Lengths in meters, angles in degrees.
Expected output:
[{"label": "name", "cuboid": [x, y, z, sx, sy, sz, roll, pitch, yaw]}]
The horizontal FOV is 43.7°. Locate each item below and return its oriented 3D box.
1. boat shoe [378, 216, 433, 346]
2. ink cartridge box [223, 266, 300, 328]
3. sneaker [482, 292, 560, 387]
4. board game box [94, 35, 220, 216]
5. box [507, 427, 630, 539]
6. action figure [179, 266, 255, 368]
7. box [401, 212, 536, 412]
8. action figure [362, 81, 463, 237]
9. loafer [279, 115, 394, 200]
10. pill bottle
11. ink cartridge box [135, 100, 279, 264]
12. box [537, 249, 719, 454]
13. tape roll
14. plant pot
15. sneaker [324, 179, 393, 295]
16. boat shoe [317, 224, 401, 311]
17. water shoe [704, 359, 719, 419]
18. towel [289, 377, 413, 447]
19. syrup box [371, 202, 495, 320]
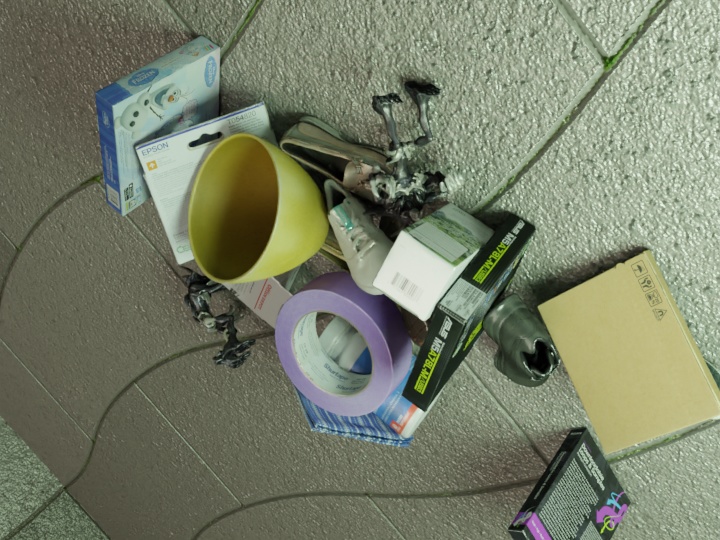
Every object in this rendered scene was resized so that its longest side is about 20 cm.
[{"label": "boat shoe", "cuboid": [0.082, 0.003, 1.251, 0.075, 0.071, 0.203, -7, 101, 63]}, {"label": "ink cartridge box", "cuboid": [-0.170, -0.003, 1.479, 0.199, 0.068, 0.116, 40, 142, 7]}, {"label": "sneaker", "cuboid": [0.218, 0.113, 1.162, 0.091, 0.076, 0.200, 47, 178, 36]}, {"label": "board game box", "cuboid": [-0.286, -0.208, 1.294, 0.043, 0.198, 0.202, 34, 141, 20]}, {"label": "box", "cuboid": [0.295, 0.340, 1.250, 0.036, 0.200, 0.144, -13, 115, 52]}, {"label": "action figure", "cuboid": [-0.248, 0.069, 1.585, 0.202, 0.101, 0.120, 60, 156, 24]}, {"label": "box", "cuboid": [0.137, 0.054, 1.136, 0.047, 0.200, 0.195, 30, 140, 16]}, {"label": "action figure", "cuboid": [0.059, -0.123, 1.116, 0.102, 0.117, 0.203, -123, 24, -58]}, {"label": "loafer", "cuboid": [-0.022, -0.139, 1.219, 0.198, 0.063, 0.073, 31, 138, 18]}, {"label": "pill bottle", "cuboid": [0.026, 0.158, 1.406, 0.199, 0.112, 0.113, 35, 142, 12]}, {"label": "ink cartridge box", "cuboid": [-0.207, -0.131, 1.308, 0.041, 0.197, 0.203, -124, 17, -54]}, {"label": "box", "cuboid": [0.318, 0.101, 1.072, 0.163, 0.021, 0.203, -32, 79, 40]}, {"label": "tape roll", "cuboid": [-0.026, 0.107, 1.302, 0.197, 0.066, 0.204, 14, 119, 26]}, {"label": "plant pot", "cuboid": [-0.126, -0.075, 1.248, 0.198, 0.141, 0.204, -9, 76, 43]}, {"label": "sneaker", "cuboid": [-0.007, -0.049, 1.199, 0.089, 0.075, 0.201, 51, -175, -43]}, {"label": "boat shoe", "cuboid": [0.000, -0.001, 1.309, 0.201, 0.063, 0.073, 45, 165, 4]}, {"label": "water shoe", "cuboid": [0.366, 0.134, 1.117, 0.198, 0.072, 0.079, 24, 158, 34]}, {"label": "towel", "cuboid": [-0.016, 0.209, 1.414, 0.024, 0.198, 0.146, -55, 39, 23]}, {"label": "syrup box", "cuboid": [0.096, -0.016, 1.104, 0.078, 0.200, 0.082, 34, 113, 12]}]
